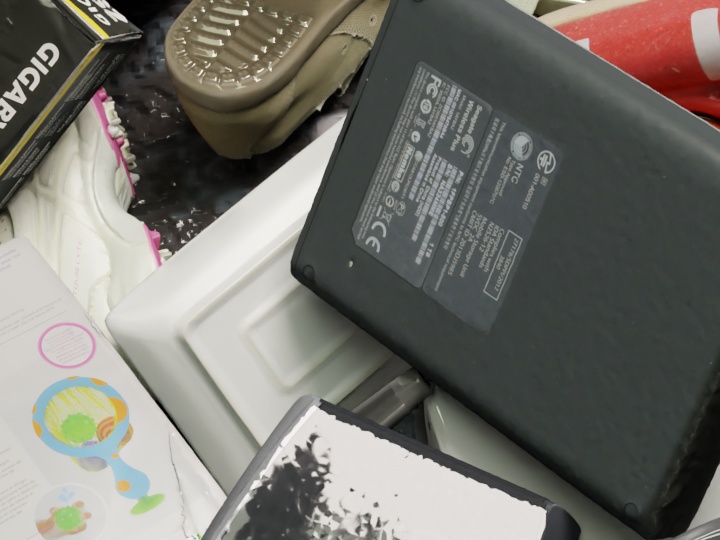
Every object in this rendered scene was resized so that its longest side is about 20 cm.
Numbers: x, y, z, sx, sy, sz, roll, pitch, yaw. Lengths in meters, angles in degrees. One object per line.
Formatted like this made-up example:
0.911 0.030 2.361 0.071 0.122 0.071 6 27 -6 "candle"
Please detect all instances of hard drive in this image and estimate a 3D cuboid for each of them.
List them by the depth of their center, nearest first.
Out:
-0.014 0.147 0.952 0.135 0.042 0.200 24 66 11 "hard drive"
0.069 -0.010 0.990 0.200 0.033 0.140 36 114 35 "hard drive"

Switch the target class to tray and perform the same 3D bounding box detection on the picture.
0.000 0.000 1.098 0.200 0.107 0.022 -40 21 -16 "tray"

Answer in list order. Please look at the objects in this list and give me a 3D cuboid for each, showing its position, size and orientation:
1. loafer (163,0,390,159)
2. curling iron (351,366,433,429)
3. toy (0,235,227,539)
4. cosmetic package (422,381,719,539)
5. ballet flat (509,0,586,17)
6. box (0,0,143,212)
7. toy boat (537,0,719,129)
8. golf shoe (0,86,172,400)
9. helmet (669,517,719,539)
-0.020 -0.121 1.183 0.076 0.068 0.200 32 52 19 "loafer"
-0.045 0.111 1.042 0.200 0.026 0.050 -44 63 5 "curling iron"
-0.129 0.088 1.040 0.115 0.047 0.200 -28 58 -24 "toy"
0.134 0.080 1.048 0.200 0.081 0.113 -15 61 -2 "cosmetic package"
0.079 -0.115 1.170 0.062 0.067 0.200 24 66 9 "ballet flat"
-0.212 -0.076 1.097 0.160 0.049 0.200 44 107 7 "box"
0.126 -0.032 1.031 0.200 0.131 0.131 -13 35 24 "toy boat"
-0.135 -0.026 1.135 0.091 0.075 0.200 -20 60 -2 "golf shoe"
0.152 0.178 0.928 0.200 0.200 0.191 -4 69 3 "helmet"
